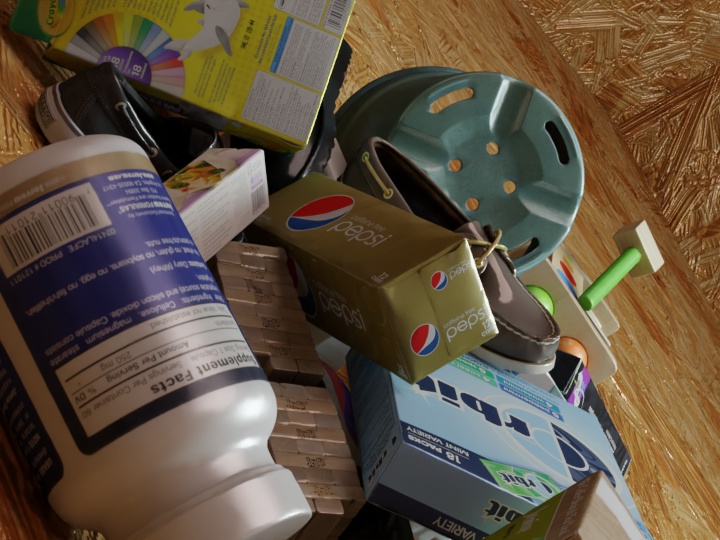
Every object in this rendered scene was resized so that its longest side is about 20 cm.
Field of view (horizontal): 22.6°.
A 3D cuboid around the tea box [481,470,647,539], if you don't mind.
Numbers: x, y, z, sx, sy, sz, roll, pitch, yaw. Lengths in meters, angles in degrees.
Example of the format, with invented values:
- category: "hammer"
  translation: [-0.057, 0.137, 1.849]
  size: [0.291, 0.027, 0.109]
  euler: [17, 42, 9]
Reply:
- category: "tea box"
  translation: [0.089, 0.244, 0.902]
  size: [0.200, 0.196, 0.134]
  euler: [58, 15, 1]

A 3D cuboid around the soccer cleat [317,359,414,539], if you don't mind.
- category: "soccer cleat"
  translation: [-0.005, 0.133, 1.085]
  size: [0.073, 0.068, 0.200]
  euler: [30, 27, -55]

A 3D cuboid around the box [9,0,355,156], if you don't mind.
- category: "box"
  translation: [-0.113, -0.161, 1.141]
  size: [0.199, 0.118, 0.048]
  euler: [22, -11, -16]

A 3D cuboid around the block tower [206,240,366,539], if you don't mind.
- category: "block tower"
  translation: [-0.054, 0.074, 1.039]
  size: [0.054, 0.058, 0.200]
  euler: [9, 44, -30]

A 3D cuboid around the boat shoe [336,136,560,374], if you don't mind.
- category: "boat shoe"
  translation: [0.059, -0.011, 1.189]
  size: [0.200, 0.060, 0.072]
  euler: [43, 32, 27]

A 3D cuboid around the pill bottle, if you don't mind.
- category: "pill bottle"
  translation: [-0.109, 0.048, 0.831]
  size: [0.200, 0.116, 0.116]
  euler: [61, 15, 13]

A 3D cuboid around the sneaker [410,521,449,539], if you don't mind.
- category: "sneaker"
  translation: [0.059, 0.188, 1.168]
  size: [0.077, 0.078, 0.201]
  euler: [0, -64, 63]

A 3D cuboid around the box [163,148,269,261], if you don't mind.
- category: "box"
  translation: [-0.106, -0.023, 1.027]
  size: [0.200, 0.039, 0.042]
  euler: [-49, 136, -61]

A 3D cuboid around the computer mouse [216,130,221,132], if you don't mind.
- category: "computer mouse"
  translation: [-0.146, -0.162, 1.268]
  size: [0.200, 0.053, 0.139]
  euler: [-17, 85, -78]

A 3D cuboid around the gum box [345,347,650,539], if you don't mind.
- category: "gum box"
  translation: [0.079, 0.109, 1.072]
  size: [0.170, 0.045, 0.200]
  euler: [27, 17, -12]

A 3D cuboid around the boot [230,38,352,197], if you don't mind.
- category: "boot"
  translation: [-0.084, -0.151, 1.217]
  size: [0.162, 0.073, 0.199]
  euler: [46, 39, -31]

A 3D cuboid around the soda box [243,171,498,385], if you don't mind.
- category: "soda box"
  translation: [0.000, 0.000, 1.096]
  size: [0.200, 0.064, 0.068]
  euler: [26, -39, 59]

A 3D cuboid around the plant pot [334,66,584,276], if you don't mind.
- category: "plant pot"
  translation: [0.072, -0.066, 1.359]
  size: [0.201, 0.200, 0.196]
  euler: [56, -7, -4]

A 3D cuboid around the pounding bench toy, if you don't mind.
- category: "pounding bench toy"
  translation: [0.176, 0.034, 1.602]
  size: [0.124, 0.200, 0.156]
  euler: [55, 14, -8]

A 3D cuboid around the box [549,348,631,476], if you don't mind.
- category: "box"
  translation: [0.126, 0.099, 1.407]
  size: [0.143, 0.036, 0.200]
  euler: [21, -20, 28]

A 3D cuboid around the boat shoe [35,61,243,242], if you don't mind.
- category: "boat shoe"
  translation: [-0.120, -0.071, 1.131]
  size: [0.200, 0.066, 0.070]
  euler: [41, 22, -48]

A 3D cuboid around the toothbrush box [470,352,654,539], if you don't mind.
- category: "toothbrush box"
  translation: [0.109, 0.153, 1.254]
  size: [0.200, 0.085, 0.146]
  euler: [59, -17, 2]

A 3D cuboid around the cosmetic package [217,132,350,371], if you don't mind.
- category: "cosmetic package"
  translation: [-0.036, -0.029, 1.286]
  size: [0.051, 0.082, 0.200]
  euler: [35, 27, -53]
